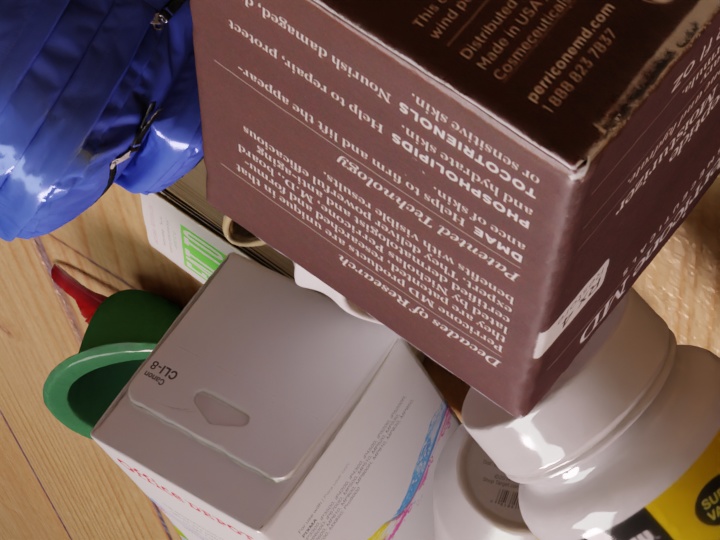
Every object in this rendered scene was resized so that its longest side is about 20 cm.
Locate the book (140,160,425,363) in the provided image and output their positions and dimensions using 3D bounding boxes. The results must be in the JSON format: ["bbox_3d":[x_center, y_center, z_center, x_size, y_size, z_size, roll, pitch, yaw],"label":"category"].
[{"bbox_3d":[-0.047,0.009,1.230,0.200,0.048,0.134,36,161,8],"label":"book"}]

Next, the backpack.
[{"bbox_3d":[-0.138,-0.110,0.934,0.168,0.200,0.163,34,159,-6],"label":"backpack"}]

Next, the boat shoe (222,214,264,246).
[{"bbox_3d":[-0.025,-0.048,1.032,0.072,0.076,0.200,44,157,-3],"label":"boat shoe"}]

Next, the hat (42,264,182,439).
[{"bbox_3d":[-0.160,0.027,1.481,0.200,0.176,0.166,-1,147,3],"label":"hat"}]

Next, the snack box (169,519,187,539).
[{"bbox_3d":[-0.098,0.208,1.650,0.169,0.068,0.200,25,155,34],"label":"snack box"}]

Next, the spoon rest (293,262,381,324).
[{"bbox_3d":[0.000,0.000,0.984,0.099,0.061,0.200,30,168,16],"label":"spoon rest"}]

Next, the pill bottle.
[{"bbox_3d":[0.143,0.106,0.857,0.200,0.114,0.114,47,158,-14],"label":"pill bottle"}]

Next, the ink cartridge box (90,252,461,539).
[{"bbox_3d":[-0.032,0.116,1.163,0.145,0.145,0.200,24,160,35],"label":"ink cartridge box"}]

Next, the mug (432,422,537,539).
[{"bbox_3d":[0.121,0.135,1.076,0.150,0.186,0.153,58,172,36],"label":"mug"}]

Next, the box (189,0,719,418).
[{"bbox_3d":[0.050,-0.085,0.719,0.164,0.166,0.200,34,158,15],"label":"box"}]
